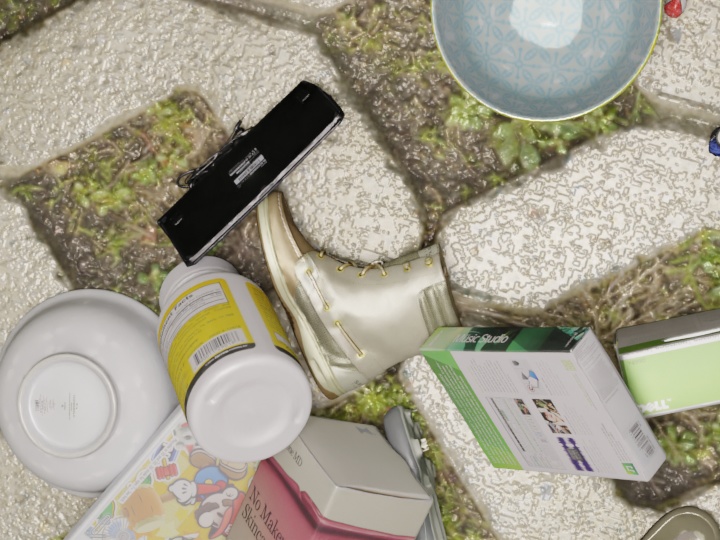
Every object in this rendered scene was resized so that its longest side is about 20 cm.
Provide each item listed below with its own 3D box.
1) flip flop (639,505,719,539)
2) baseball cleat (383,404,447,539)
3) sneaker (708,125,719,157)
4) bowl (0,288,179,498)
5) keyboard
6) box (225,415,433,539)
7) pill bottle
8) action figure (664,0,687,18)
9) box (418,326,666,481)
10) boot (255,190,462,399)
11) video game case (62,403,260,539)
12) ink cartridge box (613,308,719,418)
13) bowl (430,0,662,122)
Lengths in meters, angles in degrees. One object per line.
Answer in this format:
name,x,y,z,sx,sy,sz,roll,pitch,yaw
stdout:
flip flop,0.255,0.302,1.612,0.081,0.058,0.200,39,95,0
baseball cleat,0.031,0.230,1.638,0.105,0.070,0.202,-16,90,8
sneaker,0.363,-0.139,1.558,0.114,0.081,0.202,1,95,6
bowl,-0.261,0.120,1.665,0.199,0.090,0.203,0,93,8
keyboard,-0.098,-0.091,1.638,0.200,0.040,0.104,-42,46,5
box,-0.041,0.247,1.583,0.108,0.128,0.201,12,110,-33
pill bottle,-0.120,0.071,1.581,0.110,0.200,0.112,-9,123,-14
action figure,0.319,-0.316,1.572,0.065,0.052,0.201,26,99,2
box,0.155,0.113,1.542,0.036,0.199,0.145,-46,115,-30
boot,0.000,0.000,1.627,0.153,0.072,0.202,-22,95,10
video game case,-0.147,0.237,1.659,0.182,0.023,0.200,39,98,-16
ink cartridge box,0.294,0.080,1.521,0.146,0.200,0.077,-12,92,9
bowl,0.165,-0.229,1.568,0.198,0.108,0.203,0,93,9
